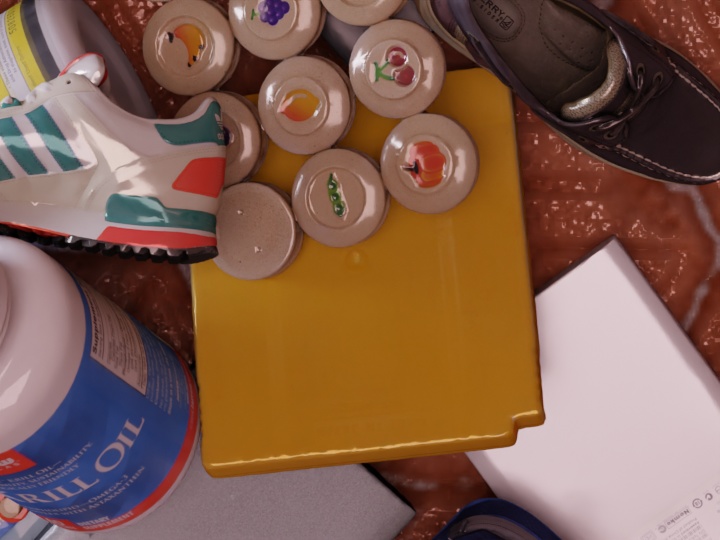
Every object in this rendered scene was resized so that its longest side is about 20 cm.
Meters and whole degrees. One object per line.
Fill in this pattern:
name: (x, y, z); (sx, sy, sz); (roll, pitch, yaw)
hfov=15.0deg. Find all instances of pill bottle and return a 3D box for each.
pill bottle: (-0.169, 0.050, 1.335); (0.112, 0.200, 0.113); (-11, 64, 23)
pill bottle: (-0.210, -0.053, 1.415); (0.200, 0.112, 0.112); (-30, 95, 9)

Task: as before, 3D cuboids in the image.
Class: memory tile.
memory tile: (-0.035, -0.107, 1.369); (0.153, 0.017, 0.201); (-19, 89, 18)

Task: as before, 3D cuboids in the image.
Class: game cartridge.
game cartridge: (0.000, 0.000, 1.402); (0.176, 0.032, 0.201); (-6, 73, 6)

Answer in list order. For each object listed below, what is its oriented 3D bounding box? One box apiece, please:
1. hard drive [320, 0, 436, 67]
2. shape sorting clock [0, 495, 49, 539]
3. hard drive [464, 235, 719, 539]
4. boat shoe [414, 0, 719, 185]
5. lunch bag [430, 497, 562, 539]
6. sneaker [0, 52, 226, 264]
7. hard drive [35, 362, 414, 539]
hard drive: (-0.010, -0.213, 1.399); (0.140, 0.033, 0.200); (-42, 91, 2)
shape sorting clock: (-0.185, 0.125, 1.477); (0.199, 0.039, 0.201); (1, 99, 5)
hard drive: (0.140, 0.100, 1.450); (0.132, 0.025, 0.200); (-36, 94, 10)
boat shoe: (0.116, -0.097, 1.379); (0.200, 0.065, 0.072); (34, 101, -21)
lunch bag: (0.054, 0.215, 1.417); (0.136, 0.132, 0.200); (43, 116, -3)
sneaker: (-0.160, -0.062, 1.328); (0.199, 0.070, 0.094); (10, 86, 1)
hard drive: (-0.088, 0.154, 1.446); (0.140, 0.033, 0.200); (42, 91, -9)
